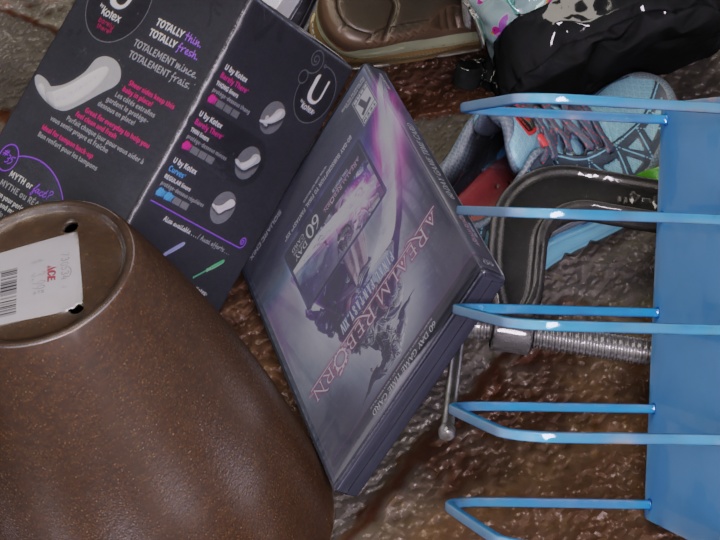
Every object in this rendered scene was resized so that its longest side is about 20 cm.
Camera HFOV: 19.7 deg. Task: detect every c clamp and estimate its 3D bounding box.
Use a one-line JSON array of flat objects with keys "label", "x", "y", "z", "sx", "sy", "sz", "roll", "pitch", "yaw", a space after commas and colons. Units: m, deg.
[{"label": "c clamp", "x": 0.137, "y": 0.021, "z": 1.055, "sx": 0.198, "sy": 0.027, "sz": 0.172, "roll": 4, "pitch": 55, "yaw": -3}]

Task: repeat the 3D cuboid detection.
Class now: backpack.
[{"label": "backpack", "x": 0.118, "y": -0.207, "z": 1.190, "sx": 0.166, "sy": 0.127, "sz": 0.201, "roll": -15, "pitch": 75, "yaw": -20}]

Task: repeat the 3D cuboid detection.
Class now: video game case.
[{"label": "video game case", "x": 0.000, "y": 0.000, "z": 1.088, "sx": 0.143, "sy": 0.019, "sz": 0.201, "roll": -57, "pitch": 33, "yaw": 22}]

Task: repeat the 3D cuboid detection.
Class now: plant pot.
[{"label": "plant pot", "x": -0.125, "y": 0.070, "z": 1.004, "sx": 0.185, "sy": 0.201, "sz": 0.188, "roll": -9, "pitch": 45, "yaw": 9}]

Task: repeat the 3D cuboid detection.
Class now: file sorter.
[{"label": "file sorter", "x": 0.109, "y": 0.022, "z": 0.928, "sx": 0.121, "sy": 0.202, "sz": 0.139, "roll": 1, "pitch": 2, "yaw": -11}]

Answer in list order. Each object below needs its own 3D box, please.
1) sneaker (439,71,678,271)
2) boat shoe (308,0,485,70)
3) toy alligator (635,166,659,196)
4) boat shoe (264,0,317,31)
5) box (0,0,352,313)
[{"label": "sneaker", "x": 0.099, "y": -0.056, "z": 1.130, "sx": 0.200, "sy": 0.096, "sz": 0.079, "roll": -38, "pitch": 48, "yaw": -19}, {"label": "boat shoe", "x": 0.060, "y": -0.161, "z": 1.268, "sx": 0.198, "sy": 0.076, "sz": 0.072, "roll": -8, "pitch": 73, "yaw": -18}, {"label": "toy alligator", "x": 0.240, "y": -0.074, "z": 1.139, "sx": 0.198, "sy": 0.060, "sz": 0.054, "roll": -18, "pitch": 1, "yaw": -7}, {"label": "boat shoe", "x": -0.083, "y": -0.123, "z": 1.280, "sx": 0.071, "sy": 0.068, "sz": 0.201, "roll": 25, "pitch": 80, "yaw": 27}, {"label": "box", "x": -0.116, "y": -0.064, "z": 1.145, "sx": 0.122, "sy": 0.106, "sz": 0.201, "roll": 30, "pitch": 91, "yaw": 37}]
